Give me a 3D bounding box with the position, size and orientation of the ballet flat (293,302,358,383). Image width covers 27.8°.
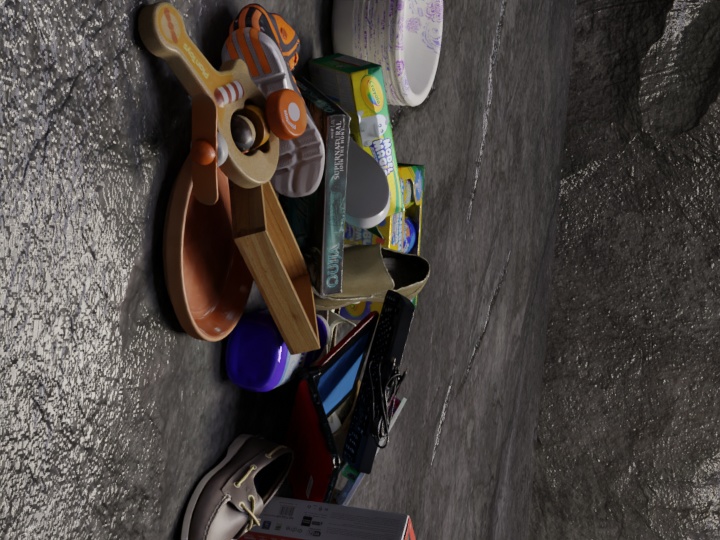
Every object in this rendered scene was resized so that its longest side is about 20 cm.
[{"bbox_3d":[-0.033,0.050,1.757,0.068,0.067,0.202,33,63,-71],"label":"ballet flat"}]

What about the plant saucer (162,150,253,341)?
[{"bbox_3d":[-0.146,-0.033,1.415,0.200,0.032,0.202,5,90,-72],"label":"plant saucer"}]

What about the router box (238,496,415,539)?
[{"bbox_3d":[-0.032,0.325,1.614,0.180,0.198,0.049,76,25,-48],"label":"router box"}]

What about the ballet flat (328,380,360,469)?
[{"bbox_3d":[-0.035,0.185,1.818,0.073,0.067,0.200,68,26,-17],"label":"ballet flat"}]

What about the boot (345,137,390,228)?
[{"bbox_3d":[-0.018,-0.089,1.626,0.201,0.073,0.096,-119,-163,-45],"label":"boot"}]

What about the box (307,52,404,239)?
[{"bbox_3d":[-0.003,-0.143,1.681,0.117,0.048,0.202,30,-48,59],"label":"box"}]

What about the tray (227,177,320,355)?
[{"bbox_3d":[-0.086,-0.013,1.443,0.201,0.037,0.099,67,11,-51],"label":"tray"}]

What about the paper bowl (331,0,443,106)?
[{"bbox_3d":[0.030,-0.307,1.794,0.201,0.103,0.203,6,90,-74],"label":"paper bowl"}]

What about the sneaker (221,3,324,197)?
[{"bbox_3d":[-0.078,-0.179,1.470,0.112,0.077,0.201,-82,161,-54],"label":"sneaker"}]

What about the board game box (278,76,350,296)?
[{"bbox_3d":[-0.052,-0.091,1.553,0.135,0.028,0.202,-136,-137,-57],"label":"board game box"}]

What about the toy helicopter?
[{"bbox_3d":[-0.139,-0.152,1.305,0.200,0.078,0.133,52,43,-35],"label":"toy helicopter"}]

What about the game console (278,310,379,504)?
[{"bbox_3d":[-0.020,0.173,1.633,0.201,0.118,0.173,105,-31,-57],"label":"game console"}]

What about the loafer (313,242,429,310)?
[{"bbox_3d":[0.000,0.000,1.710,0.199,0.067,0.077,-4,66,-39],"label":"loafer"}]

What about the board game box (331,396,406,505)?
[{"bbox_3d":[-0.019,0.265,1.782,0.201,0.026,0.200,-61,176,22],"label":"board game box"}]

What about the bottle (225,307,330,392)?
[{"bbox_3d":[-0.085,0.080,1.595,0.200,0.065,0.084,-12,112,-73],"label":"bottle"}]

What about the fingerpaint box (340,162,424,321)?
[{"bbox_3d":[0.029,-0.041,1.926,0.167,0.073,0.202,-16,110,-72],"label":"fingerpaint box"}]

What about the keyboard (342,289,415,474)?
[{"bbox_3d":[0.012,0.121,1.617,0.104,0.039,0.202,18,-85,66],"label":"keyboard"}]

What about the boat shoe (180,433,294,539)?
[{"bbox_3d":[-0.127,0.238,1.512,0.200,0.059,0.072,-54,146,-60],"label":"boat shoe"}]
